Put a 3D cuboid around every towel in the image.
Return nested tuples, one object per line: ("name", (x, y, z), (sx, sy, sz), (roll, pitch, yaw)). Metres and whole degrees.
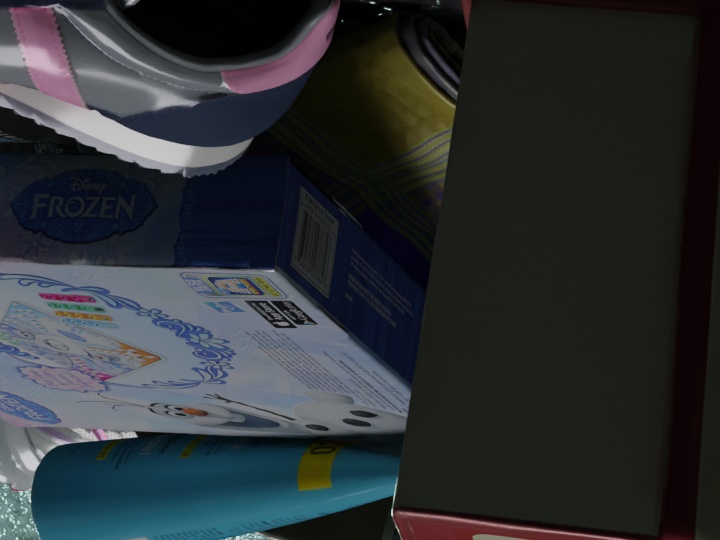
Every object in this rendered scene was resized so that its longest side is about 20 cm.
("towel", (-0.003, -0.016, 0.915), (0.200, 0.023, 0.144), (-22, 127, 40))

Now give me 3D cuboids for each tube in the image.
("tube", (-0.038, 0.083, 0.980), (0.199, 0.051, 0.077), (-10, -171, 30))

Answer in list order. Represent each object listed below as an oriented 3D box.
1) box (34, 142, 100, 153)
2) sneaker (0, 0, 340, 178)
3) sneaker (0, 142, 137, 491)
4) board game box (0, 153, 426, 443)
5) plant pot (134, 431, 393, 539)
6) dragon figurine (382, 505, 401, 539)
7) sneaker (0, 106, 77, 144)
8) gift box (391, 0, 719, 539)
("box", (-0.162, 0.009, 1.235), (0.038, 0.201, 0.136), (-32, 155, 30))
("sneaker", (-0.097, -0.084, 0.649), (0.199, 0.070, 0.082), (10, 150, -30))
("sneaker", (-0.133, -0.003, 1.086), (0.088, 0.201, 0.081), (-7, -158, 15))
("board game box", (-0.080, 0.013, 0.877), (0.198, 0.044, 0.200), (0, 160, 21))
("plant pot", (0.000, 0.000, 1.064), (0.199, 0.201, 0.135), (5, -152, 2))
("dragon figurine", (0.057, 0.130, 1.010), (0.099, 0.200, 0.059), (29, -143, -11))
("sneaker", (-0.125, -0.067, 0.803), (0.078, 0.070, 0.200), (16, 171, -34))
("gift box", (0.111, -0.001, 0.609), (0.184, 0.188, 0.200), (7, 158, 6))
